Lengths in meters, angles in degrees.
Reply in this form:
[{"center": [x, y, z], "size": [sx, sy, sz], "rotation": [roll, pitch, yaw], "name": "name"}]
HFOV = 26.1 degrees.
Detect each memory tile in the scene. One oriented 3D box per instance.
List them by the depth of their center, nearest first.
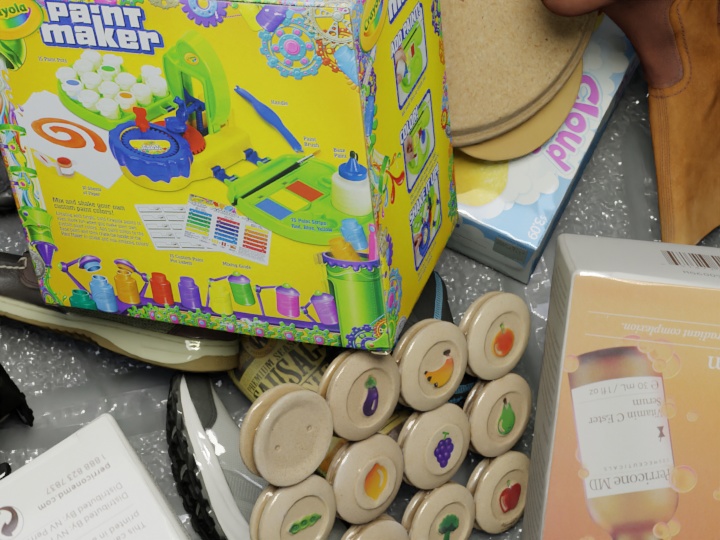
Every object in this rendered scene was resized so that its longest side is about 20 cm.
[{"center": [0.022, 0.103, 0.826], "size": [0.200, 0.154, 0.017], "rotation": [-22, 29, -36], "name": "memory tile"}]

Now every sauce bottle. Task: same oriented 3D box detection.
[{"center": [-0.048, 0.050, 0.911], "size": [0.200, 0.066, 0.066], "rotation": [43, 76, 14], "name": "sauce bottle"}]

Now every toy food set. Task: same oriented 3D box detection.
[{"center": [0.048, -0.167, 0.867], "size": [0.200, 0.049, 0.198], "rotation": [10, 98, -17], "name": "toy food set"}]

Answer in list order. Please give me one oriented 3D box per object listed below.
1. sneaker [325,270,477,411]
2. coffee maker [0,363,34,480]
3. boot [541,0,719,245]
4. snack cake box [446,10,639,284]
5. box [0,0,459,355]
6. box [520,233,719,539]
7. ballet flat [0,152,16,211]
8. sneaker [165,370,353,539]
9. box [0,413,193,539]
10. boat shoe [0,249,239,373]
[{"center": [0.000, 0.000, 0.908], "size": [0.073, 0.082, 0.200], "rotation": [-41, 58, 30], "name": "sneaker"}, {"center": [-0.302, 0.074, 0.835], "size": [0.200, 0.192, 0.135], "rotation": [-38, 47, -15], "name": "coffee maker"}, {"center": [0.164, -0.104, 0.881], "size": [0.068, 0.200, 0.188], "rotation": [7, 26, 31], "name": "boot"}, {"center": [0.098, -0.108, 0.966], "size": [0.115, 0.067, 0.200], "rotation": [25, 72, 9], "name": "snack cake box"}, {"center": [-0.068, -0.080, 0.782], "size": [0.200, 0.193, 0.122], "rotation": [8, 39, 19], "name": "box"}, {"center": [0.171, 0.093, 0.828], "size": [0.152, 0.106, 0.200], "rotation": [5, 102, 2], "name": "box"}, {"center": [-0.263, -0.057, 0.952], "size": [0.200, 0.057, 0.067], "rotation": [-15, 70, -5], "name": "ballet flat"}, {"center": [-0.050, 0.139, 0.881], "size": [0.079, 0.074, 0.200], "rotation": [-27, 79, -19], "name": "sneaker"}, {"center": [-0.158, 0.219, 0.814], "size": [0.199, 0.131, 0.200], "rotation": [-32, 73, -11], "name": "box"}, {"center": [-0.154, 0.006, 0.900], "size": [0.201, 0.072, 0.066], "rotation": [16, 95, 24], "name": "boat shoe"}]
